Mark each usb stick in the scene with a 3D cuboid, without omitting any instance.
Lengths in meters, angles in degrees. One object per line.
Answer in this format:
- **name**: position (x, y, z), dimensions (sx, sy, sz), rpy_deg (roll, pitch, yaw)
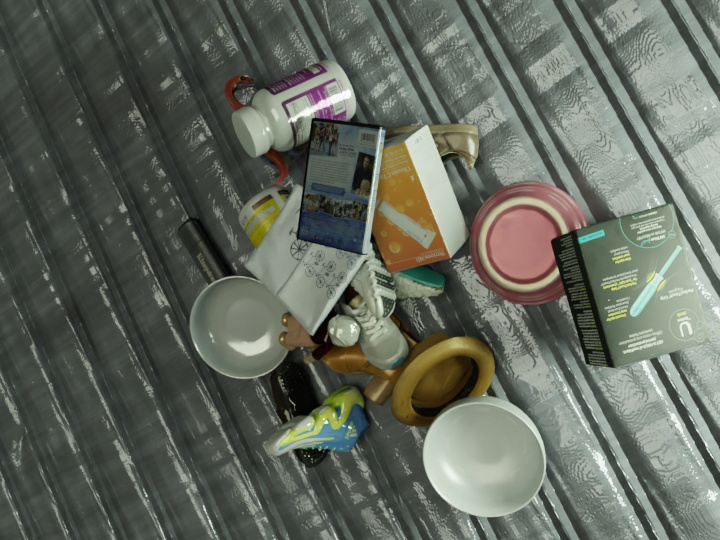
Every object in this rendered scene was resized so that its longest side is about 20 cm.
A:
- **usb stick**: position (-0.298, -0.013, 1.505), dimensions (0.055, 0.033, 0.201), rpy_deg (-37, 79, 22)

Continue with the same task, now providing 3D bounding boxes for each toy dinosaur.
- **toy dinosaur**: position (-0.179, -0.268, 1.374), dimensions (0.105, 0.200, 0.182), rpy_deg (-41, 109, 6)

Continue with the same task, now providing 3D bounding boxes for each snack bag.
- **snack bag**: position (-0.094, -0.025, 1.281), dimensions (0.200, 0.021, 0.189), rpy_deg (43, 107, 26)

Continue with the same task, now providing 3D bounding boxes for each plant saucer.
- **plant saucer**: position (0.269, -0.043, 1.230), dimensions (0.198, 0.051, 0.203), rpy_deg (2, 95, 25)

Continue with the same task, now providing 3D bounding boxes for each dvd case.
- **dvd case**: position (-0.034, -0.137, 1.215), dimensions (0.141, 0.017, 0.203), rpy_deg (14, 101, 35)

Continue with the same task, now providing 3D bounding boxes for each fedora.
- **fedora**: position (0.127, 0.171, 1.273), dimensions (0.201, 0.199, 0.082), rpy_deg (-51, 39, 19)

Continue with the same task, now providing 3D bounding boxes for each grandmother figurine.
- **grandmother figurine**: position (-0.070, 0.101, 1.318), dimensions (0.199, 0.060, 0.123), rpy_deg (-1, 88, 54)

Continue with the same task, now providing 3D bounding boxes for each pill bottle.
- **pill bottle**: position (-0.116, -0.273, 1.306), dimensions (0.199, 0.112, 0.113), rpy_deg (-29, 79, -19)
- **pill bottle**: position (-0.128, -0.045, 1.382), dimensions (0.109, 0.109, 0.201), rpy_deg (-40, 77, 22)

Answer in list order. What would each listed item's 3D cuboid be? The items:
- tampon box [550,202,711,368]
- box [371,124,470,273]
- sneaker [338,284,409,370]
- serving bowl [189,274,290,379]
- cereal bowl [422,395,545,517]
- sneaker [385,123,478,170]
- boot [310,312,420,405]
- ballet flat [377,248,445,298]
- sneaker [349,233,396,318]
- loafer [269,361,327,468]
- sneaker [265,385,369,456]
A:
- **tampon box**: position (0.389, 0.025, 1.111), dimensions (0.148, 0.126, 0.203), rpy_deg (-15, 87, -3)
- **box**: position (0.078, -0.115, 1.248), dimensions (0.123, 0.097, 0.202), rpy_deg (-14, 107, 34)
- **sneaker**: position (0.013, 0.087, 1.296), dimensions (0.076, 0.081, 0.200), rpy_deg (-35, 48, -1)
- **serving bowl**: position (-0.220, 0.101, 1.445), dimensions (0.197, 0.066, 0.203), rpy_deg (1, 104, 5)
- **cereal bowl**: position (0.206, 0.298, 1.257), dimensions (0.197, 0.083, 0.203), rpy_deg (3, 101, 15)
- **sneaker**: position (0.100, -0.202, 1.283), dimensions (0.198, 0.070, 0.077), rpy_deg (-2, 87, 24)
- **boot**: position (0.010, 0.129, 1.363), dimensions (0.200, 0.071, 0.145), rpy_deg (35, 96, 25)
- **ballet flat**: position (0.061, 0.010, 1.329), dimensions (0.199, 0.072, 0.073), rpy_deg (26, 104, 27)
- **sneaker**: position (0.000, 0.000, 1.276), dimensions (0.081, 0.075, 0.202), rpy_deg (-31, 58, 20)
- **loafer**: position (-0.118, 0.270, 1.431), dimensions (0.071, 0.072, 0.202), rpy_deg (-21, 85, 55)
- **sneaker**: position (-0.067, 0.296, 1.358), dimensions (0.199, 0.076, 0.106), rpy_deg (-31, 96, -15)
